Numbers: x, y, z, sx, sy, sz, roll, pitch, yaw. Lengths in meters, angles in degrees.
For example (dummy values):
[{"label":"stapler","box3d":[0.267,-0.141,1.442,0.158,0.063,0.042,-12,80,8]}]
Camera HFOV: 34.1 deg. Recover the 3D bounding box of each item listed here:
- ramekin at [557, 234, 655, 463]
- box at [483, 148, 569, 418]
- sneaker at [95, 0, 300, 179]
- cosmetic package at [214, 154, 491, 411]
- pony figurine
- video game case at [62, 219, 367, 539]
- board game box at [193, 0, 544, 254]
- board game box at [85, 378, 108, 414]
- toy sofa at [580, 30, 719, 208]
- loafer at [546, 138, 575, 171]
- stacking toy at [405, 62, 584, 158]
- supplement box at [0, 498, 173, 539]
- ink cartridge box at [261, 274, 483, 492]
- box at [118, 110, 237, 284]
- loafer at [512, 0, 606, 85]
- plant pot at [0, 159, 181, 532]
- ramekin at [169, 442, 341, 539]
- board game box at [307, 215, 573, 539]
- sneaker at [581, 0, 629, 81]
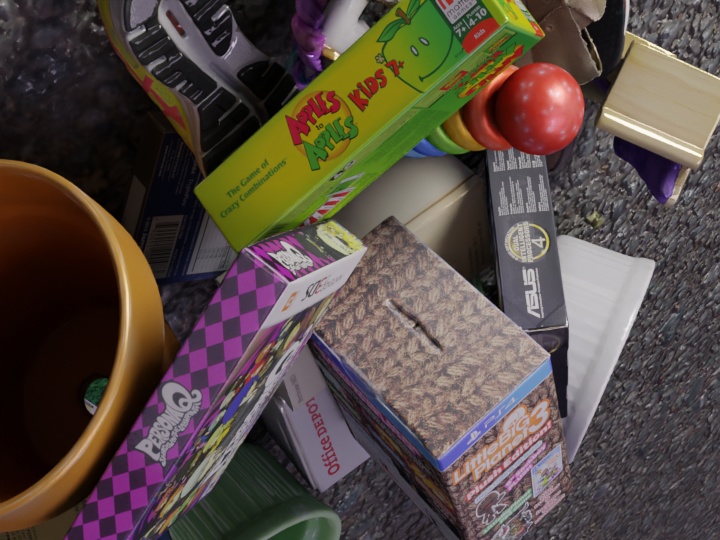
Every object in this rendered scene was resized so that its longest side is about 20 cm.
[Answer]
[{"label":"ramekin","box3d":[0.191,0.066,1.090,0.202,0.096,0.201,-61,168,-23]},{"label":"box","box3d":[0.122,-0.010,0.872,0.048,0.203,0.162,-5,152,4]},{"label":"sneaker","box3d":[-0.099,-0.125,0.701,0.078,0.090,0.201,-41,145,-11]},{"label":"cosmetic package","box3d":[0.000,0.000,0.876,0.199,0.073,0.104,-37,145,-16]},{"label":"pony figurine","box3d":[-0.009,-0.203,0.688,0.202,0.165,0.193,-63,150,-2]},{"label":"video game case","box3d":[-0.078,0.067,0.678,0.201,0.036,0.181,-57,173,12]},{"label":"board game box","box3d":[0.006,-0.091,0.675,0.199,0.048,0.101,-39,173,20]},{"label":"board game box","box3d":[-0.187,0.124,0.900,0.105,0.023,0.200,-48,143,-1]},{"label":"toy sofa","box3d":[0.207,-0.128,0.905,0.082,0.200,0.099,23,107,-5]},{"label":"loafer","box3d":[0.116,-0.149,0.913,0.070,0.073,0.201,-27,137,-5]},{"label":"stacking toy","box3d":[0.063,-0.108,0.761,0.084,0.199,0.087,-7,102,-33]},{"label":"supplement box","box3d":[-0.231,0.225,0.780,0.198,0.201,0.135,18,121,-46]},{"label":"ink cartridge box","box3d":[0.006,0.069,0.982,0.199,0.087,0.146,-36,142,-16]},{"label":"box","box3d":[-0.076,-0.053,0.835,0.198,0.032,0.123,-6,127,-41]},{"label":"loafer","box3d":[0.118,-0.190,0.732,0.066,0.077,0.201,-8,143,6]},{"label":"plant pot","box3d":[-0.192,0.060,0.714,0.200,0.200,0.183,-45,158,-1]},{"label":"ramekin","box3d":[-0.120,0.240,0.982,0.199,0.098,0.201,-35,152,-22]},{"label":"board game box","box3d":[0.054,0.091,0.819,0.096,0.159,0.201,-39,146,-12]},{"label":"sneaker","box3d":[0.148,-0.240,0.800,0.203,0.066,0.109,67,32,-33]}]
